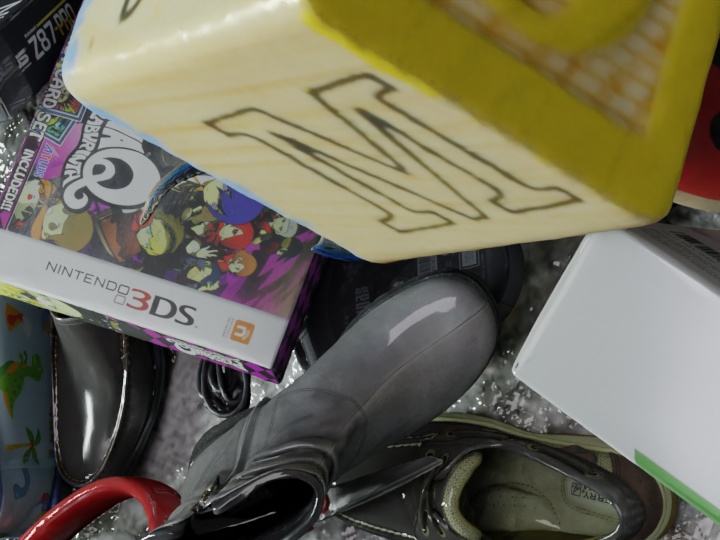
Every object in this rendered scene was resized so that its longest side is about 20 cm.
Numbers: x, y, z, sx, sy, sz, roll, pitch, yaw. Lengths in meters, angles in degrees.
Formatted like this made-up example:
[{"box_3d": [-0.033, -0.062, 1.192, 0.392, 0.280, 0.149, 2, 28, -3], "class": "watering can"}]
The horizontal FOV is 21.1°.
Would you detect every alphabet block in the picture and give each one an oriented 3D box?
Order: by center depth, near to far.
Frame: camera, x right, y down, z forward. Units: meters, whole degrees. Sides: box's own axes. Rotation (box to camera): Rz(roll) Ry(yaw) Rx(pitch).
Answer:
[{"box_3d": [0.021, -0.132, 0.819, 0.200, 0.196, 0.197, -7, 62, 55], "class": "alphabet block"}]

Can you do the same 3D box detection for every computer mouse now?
[{"box_3d": [0.000, 0.000, 1.059, 0.199, 0.046, 0.141, -20, 58, 21], "class": "computer mouse"}]

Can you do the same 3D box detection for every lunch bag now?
[{"box_3d": [-0.262, 0.065, 1.167, 0.160, 0.082, 0.202, -8, 83, 26], "class": "lunch bag"}]

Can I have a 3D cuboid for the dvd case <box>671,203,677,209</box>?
[{"box_3d": [0.141, -0.138, 1.002, 0.142, 0.018, 0.201, -37, 71, 20], "class": "dvd case"}]

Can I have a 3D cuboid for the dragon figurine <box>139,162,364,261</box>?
[{"box_3d": [-0.004, -0.045, 0.965, 0.099, 0.199, 0.059, 48, 139, 46], "class": "dragon figurine"}]

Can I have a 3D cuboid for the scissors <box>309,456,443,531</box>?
[{"box_3d": [-0.025, 0.135, 1.042, 0.199, 0.014, 0.074, -6, 76, 47], "class": "scissors"}]

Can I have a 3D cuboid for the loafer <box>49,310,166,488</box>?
[{"box_3d": [-0.156, 0.029, 1.118, 0.072, 0.072, 0.202, 4, 88, 28], "class": "loafer"}]

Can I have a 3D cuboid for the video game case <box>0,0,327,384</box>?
[{"box_3d": [-0.094, -0.059, 1.055, 0.180, 0.036, 0.201, 17, 75, 13], "class": "video game case"}]

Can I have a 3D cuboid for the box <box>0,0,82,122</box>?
[{"box_3d": [-0.257, -0.111, 1.135, 0.199, 0.161, 0.049, -16, 114, 27], "class": "box"}]

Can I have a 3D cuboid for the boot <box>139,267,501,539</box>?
[{"box_3d": [-0.014, 0.085, 0.944, 0.200, 0.132, 0.070, -40, 97, 14], "class": "boot"}]

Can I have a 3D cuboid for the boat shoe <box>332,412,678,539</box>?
[{"box_3d": [0.062, 0.113, 1.000, 0.200, 0.066, 0.072, 1, 90, 30], "class": "boat shoe"}]

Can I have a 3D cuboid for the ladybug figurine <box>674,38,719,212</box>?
[{"box_3d": [0.154, -0.112, 0.928, 0.200, 0.072, 0.136, 43, 89, 20], "class": "ladybug figurine"}]

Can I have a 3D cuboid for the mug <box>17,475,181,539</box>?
[{"box_3d": [-0.153, 0.210, 1.061, 0.199, 0.134, 0.178, 8, 55, 51], "class": "mug"}]

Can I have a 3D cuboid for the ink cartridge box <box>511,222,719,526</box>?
[{"box_3d": [0.181, 0.049, 0.867, 0.145, 0.200, 0.084, 36, 106, 25], "class": "ink cartridge box"}]

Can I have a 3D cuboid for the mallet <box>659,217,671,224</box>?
[{"box_3d": [0.096, -0.067, 0.993, 0.066, 0.041, 0.201, -38, 74, 20], "class": "mallet"}]
